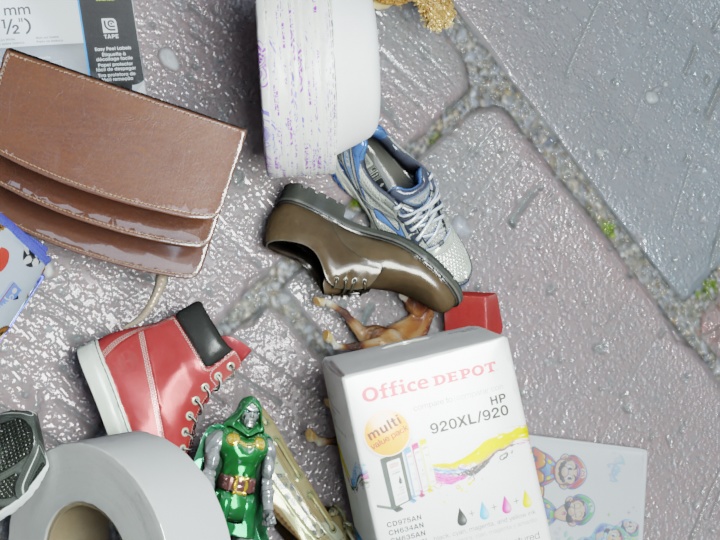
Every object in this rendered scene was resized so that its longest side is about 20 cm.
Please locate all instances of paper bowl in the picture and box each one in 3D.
[{"bbox_3d":[-0.040,-0.186,1.187,0.104,0.201,0.201,-5,84,-4],"label":"paper bowl"}]

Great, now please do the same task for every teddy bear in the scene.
[{"bbox_3d":[0.037,-0.298,1.292,0.145,0.067,0.200,46,29,-27],"label":"teddy bear"}]

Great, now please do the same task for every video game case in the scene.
[{"bbox_3d":[0.207,0.272,1.341,0.182,0.024,0.200,10,79,-22],"label":"video game case"}]

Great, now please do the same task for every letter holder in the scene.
[{"bbox_3d":[-0.211,-0.079,1.094,0.200,0.101,0.142,18,90,-7],"label":"letter holder"}]

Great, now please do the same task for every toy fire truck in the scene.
[{"bbox_3d":[0.090,0.130,1.282,0.141,0.049,0.200,-23,112,-57],"label":"toy fire truck"}]

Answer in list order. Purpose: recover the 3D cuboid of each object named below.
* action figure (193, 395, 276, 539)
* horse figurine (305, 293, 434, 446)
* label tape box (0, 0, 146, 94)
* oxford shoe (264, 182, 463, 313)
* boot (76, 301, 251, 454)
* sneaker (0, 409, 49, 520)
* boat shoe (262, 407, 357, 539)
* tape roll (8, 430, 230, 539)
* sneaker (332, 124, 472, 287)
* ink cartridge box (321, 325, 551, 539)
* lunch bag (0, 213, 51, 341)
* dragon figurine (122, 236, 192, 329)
[{"bbox_3d":[-0.112,0.207,1.139,0.118,0.055,0.200,11,82,-25],"label":"action figure"},{"bbox_3d":[0.012,0.107,1.262,0.132,0.050,0.200,15,69,-37],"label":"horse figurine"},{"bbox_3d":[-0.281,-0.239,1.185,0.143,0.066,0.200,-8,88,-23],"label":"label tape box"},{"bbox_3d":[0.000,0.000,1.253,0.200,0.073,0.085,25,65,2],"label":"oxford shoe"},{"bbox_3d":[-0.149,0.135,1.170,0.144,0.072,0.200,-20,88,-9],"label":"boot"},{"bbox_3d":[-0.343,0.175,1.047,0.200,0.086,0.080,-31,72,-1],"label":"sneaker"},{"bbox_3d":[-0.050,0.217,1.214,0.063,0.073,0.200,-43,99,-19],"label":"boat shoe"},{"bbox_3d":[-0.198,0.235,1.078,0.071,0.202,0.203,-5,84,-53],"label":"tape roll"},{"bbox_3d":[0.044,-0.061,1.285,0.077,0.085,0.200,-44,100,-22],"label":"sneaker"},{"bbox_3d":[0.062,0.161,1.133,0.147,0.145,0.200,-13,93,-8],"label":"ink cartridge box"},{"bbox_3d":[-0.377,0.003,1.081,0.200,0.124,0.170,37,74,-20],"label":"lunch bag"},{"bbox_3d":[-0.176,-0.046,1.198,0.059,0.099,0.200,5,90,-8],"label":"dragon figurine"}]
